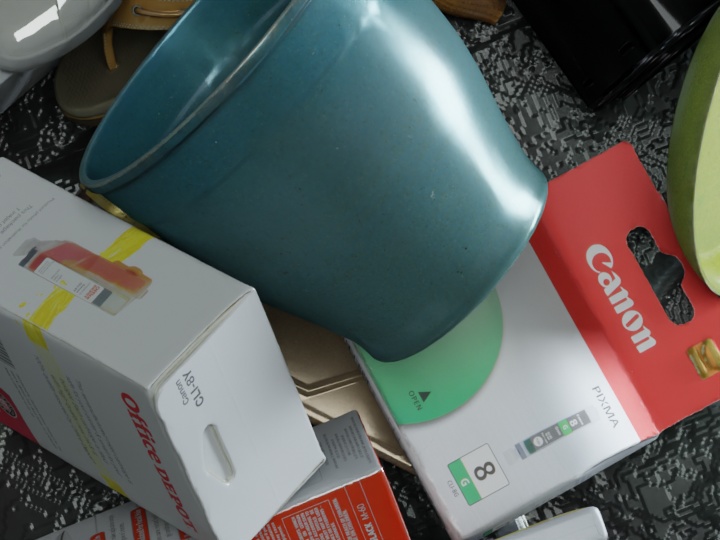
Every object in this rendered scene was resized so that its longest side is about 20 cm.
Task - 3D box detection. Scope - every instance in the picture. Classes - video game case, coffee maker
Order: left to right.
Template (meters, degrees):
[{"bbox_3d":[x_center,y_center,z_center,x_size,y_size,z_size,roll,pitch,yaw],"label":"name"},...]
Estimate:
[{"bbox_3d":[0.026,0.175,1.548,0.199,0.182,0.023,-19,82,-7],"label":"video game case"},{"bbox_3d":[0.113,-0.195,1.642,0.192,0.135,0.200,-37,86,-6],"label":"coffee maker"}]

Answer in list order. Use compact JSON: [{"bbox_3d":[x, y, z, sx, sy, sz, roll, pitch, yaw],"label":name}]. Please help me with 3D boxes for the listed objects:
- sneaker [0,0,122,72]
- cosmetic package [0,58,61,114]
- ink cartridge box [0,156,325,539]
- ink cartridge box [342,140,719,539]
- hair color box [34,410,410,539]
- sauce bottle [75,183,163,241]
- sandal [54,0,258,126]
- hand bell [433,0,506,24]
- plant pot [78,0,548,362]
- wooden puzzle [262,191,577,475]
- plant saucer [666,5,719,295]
[{"bbox_3d":[-0.143,-0.199,1.545,0.073,0.085,0.200,35,78,17],"label":"sneaker"},{"bbox_3d":[-0.251,-0.142,1.587,0.151,0.200,0.052,37,125,1],"label":"cosmetic package"},{"bbox_3d":[-0.128,0.046,1.515,0.200,0.145,0.083,27,62,37],"label":"ink cartridge box"},{"bbox_3d":[0.102,0.036,1.604,0.199,0.050,0.161,-29,81,-2],"label":"ink cartridge box"},{"bbox_3d":[-0.077,0.154,1.568,0.199,0.111,0.064,-21,106,-2],"label":"hair color box"},{"bbox_3d":[-0.085,-0.088,1.631,0.065,0.065,0.200,41,91,3],"label":"sauce bottle"},{"bbox_3d":[-0.099,-0.157,1.602,0.200,0.054,0.081,-33,46,21],"label":"sandal"},{"bbox_3d":[-0.004,-0.195,1.666,0.199,0.104,0.104,27,80,-11],"label":"hand bell"},{"bbox_3d":[-0.011,-0.060,1.504,0.188,0.200,0.200,42,80,-17],"label":"plant pot"},{"bbox_3d":[0.000,0.000,1.653,0.199,0.037,0.186,25,80,5],"label":"wooden puzzle"},{"bbox_3d":[0.218,-0.085,1.611,0.031,0.200,0.201,16,79,27],"label":"plant saucer"}]
